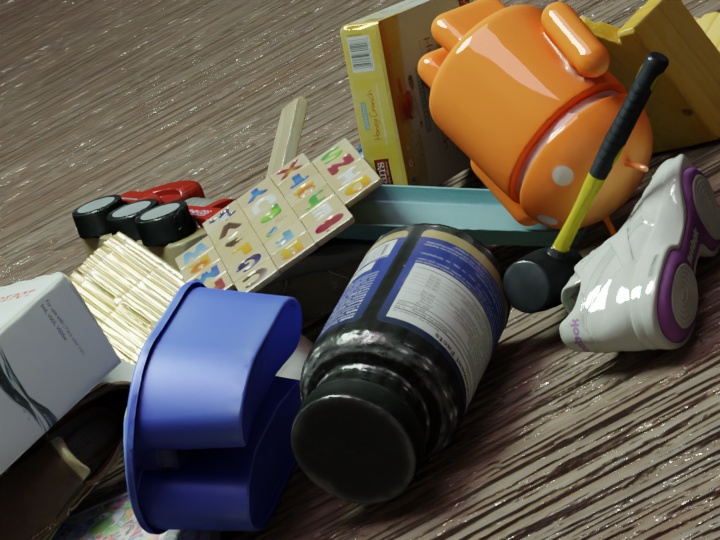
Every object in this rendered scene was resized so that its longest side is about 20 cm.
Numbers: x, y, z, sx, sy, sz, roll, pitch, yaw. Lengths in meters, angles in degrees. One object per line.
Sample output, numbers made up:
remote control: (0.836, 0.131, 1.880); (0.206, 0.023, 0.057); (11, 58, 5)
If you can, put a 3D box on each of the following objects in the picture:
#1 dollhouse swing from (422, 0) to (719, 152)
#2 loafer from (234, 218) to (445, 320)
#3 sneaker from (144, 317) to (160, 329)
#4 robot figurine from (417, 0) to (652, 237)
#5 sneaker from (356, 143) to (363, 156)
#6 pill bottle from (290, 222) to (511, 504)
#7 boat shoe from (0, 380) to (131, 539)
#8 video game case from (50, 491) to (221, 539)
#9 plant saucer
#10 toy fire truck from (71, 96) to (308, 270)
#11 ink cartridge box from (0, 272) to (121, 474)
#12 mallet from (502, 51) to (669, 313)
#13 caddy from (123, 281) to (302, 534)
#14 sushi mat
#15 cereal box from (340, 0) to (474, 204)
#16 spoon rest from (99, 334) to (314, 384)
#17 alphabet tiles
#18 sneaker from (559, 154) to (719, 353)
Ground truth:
dollhouse swing: (0.194, -0.182, 1.802); (0.200, 0.182, 0.176); (-9, 47, 40)
loafer: (0.000, 0.000, 1.750); (0.199, 0.070, 0.075); (-10, 25, 0)
sneaker: (-0.209, 0.083, 1.827); (0.199, 0.076, 0.088); (-18, 15, 1)
robot figurine: (0.129, -0.111, 1.634); (0.144, 0.200, 0.117); (-48, -25, 11)
sneaker: (-0.001, -0.055, 1.858); (0.066, 0.079, 0.200); (-9, 31, 36)
pill bottle: (0.025, 0.062, 1.523); (0.112, 0.112, 0.200); (-15, 25, 29)
boat shoe: (-0.225, 0.143, 1.618); (0.202, 0.075, 0.075); (-49, 3, -40)
video game case: (-0.187, 0.204, 1.590); (0.199, 0.018, 0.143); (-24, 23, 12)
plant saucer: (0.070, -0.041, 1.714); (0.199, 0.019, 0.070); (3, 28, 5)
toy fire truck: (-0.129, -0.056, 1.976); (0.200, 0.129, 0.176); (-27, 18, -30)
ink cartridge box: (-0.288, 0.098, 1.619); (0.146, 0.083, 0.200); (-12, 27, 52)
mallet: (0.152, -0.056, 1.534); (0.041, 0.200, 0.066); (35, 34, 20)
caddy: (-0.106, 0.093, 1.542); (0.105, 0.142, 0.200); (4, 27, 13)
sushi mat: (-0.154, 0.046, 1.761); (0.200, 0.012, 0.096); (32, 71, 33)
cereal box: (0.052, -0.144, 1.829); (0.039, 0.144, 0.200); (-6, 13, 27)
spoon rest: (-0.121, 0.072, 1.692); (0.199, 0.061, 0.100); (10, 48, 12)
alphabet tiles: (-0.065, -0.037, 1.734); (0.166, 0.006, 0.200); (-35, 20, 0)
sneaker: (0.186, -0.014, 1.544); (0.099, 0.075, 0.200); (-14, 26, 29)
